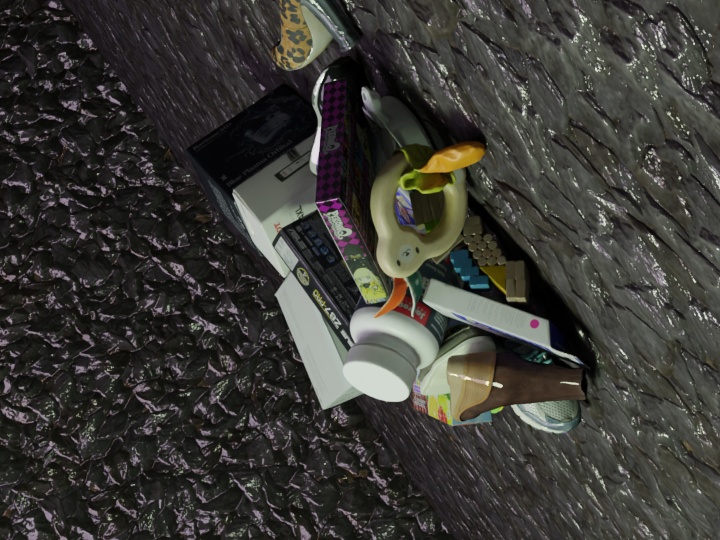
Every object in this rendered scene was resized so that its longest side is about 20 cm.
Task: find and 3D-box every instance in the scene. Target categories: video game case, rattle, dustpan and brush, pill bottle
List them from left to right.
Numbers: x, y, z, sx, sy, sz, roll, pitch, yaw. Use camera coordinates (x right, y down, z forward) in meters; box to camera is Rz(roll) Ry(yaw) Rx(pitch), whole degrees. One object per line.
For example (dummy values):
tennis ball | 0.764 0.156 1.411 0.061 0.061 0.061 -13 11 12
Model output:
video game case | -0.004 -0.094 1.570 0.182 0.035 0.202 63 -158 -45
dustpan and brush | 0.036 -0.172 1.584 0.140 0.057 0.201 51 169 26
pill bottle | 0.054 0.056 1.668 0.118 0.202 0.120 17 151 10
rattle | 0.082 -0.037 1.478 0.142 0.203 0.129 10 170 44

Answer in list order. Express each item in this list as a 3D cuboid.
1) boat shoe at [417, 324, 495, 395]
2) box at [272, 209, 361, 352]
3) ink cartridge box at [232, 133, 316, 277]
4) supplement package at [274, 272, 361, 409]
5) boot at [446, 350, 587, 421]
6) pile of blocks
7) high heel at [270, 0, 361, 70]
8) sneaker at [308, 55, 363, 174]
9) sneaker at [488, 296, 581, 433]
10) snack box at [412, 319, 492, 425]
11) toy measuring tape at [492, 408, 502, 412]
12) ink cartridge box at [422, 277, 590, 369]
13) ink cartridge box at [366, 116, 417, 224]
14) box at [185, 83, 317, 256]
boat shoe | 0.119 0.106 1.717 0.202 0.071 0.061 123 144 -63
box | 0.000 0.000 1.778 0.201 0.160 0.049 52 147 11
ink cartridge box | -0.067 -0.104 1.887 0.084 0.199 0.147 48 168 32
supplement package | -0.009 0.071 1.910 0.194 0.145 0.200 66 161 9
boot | 0.192 0.149 1.608 0.164 0.074 0.200 6 163 11
pile of blocks | 0.131 -0.019 1.576 0.201 0.082 0.062 51 179 29
high heel | -0.089 -0.324 1.628 0.143 0.071 0.199 52 155 -20
sneaker | -0.011 -0.179 1.689 0.088 0.075 0.202 45 150 29
sneaker | 0.207 0.119 1.680 0.201 0.077 0.087 51 166 21
snack box | 0.126 0.125 1.910 0.200 0.067 0.172 -173 79 -76
toy measuring tape | 0.178 0.175 1.985 0.074 0.073 0.200 56 168 -8
ink cartridge box | 0.176 0.063 1.557 0.198 0.038 0.095 23 176 23
ink cartridge box | 0.065 -0.082 1.789 0.198 0.043 0.201 48 166 35
box | -0.135 -0.159 2.044 0.200 0.196 0.118 43 165 49
